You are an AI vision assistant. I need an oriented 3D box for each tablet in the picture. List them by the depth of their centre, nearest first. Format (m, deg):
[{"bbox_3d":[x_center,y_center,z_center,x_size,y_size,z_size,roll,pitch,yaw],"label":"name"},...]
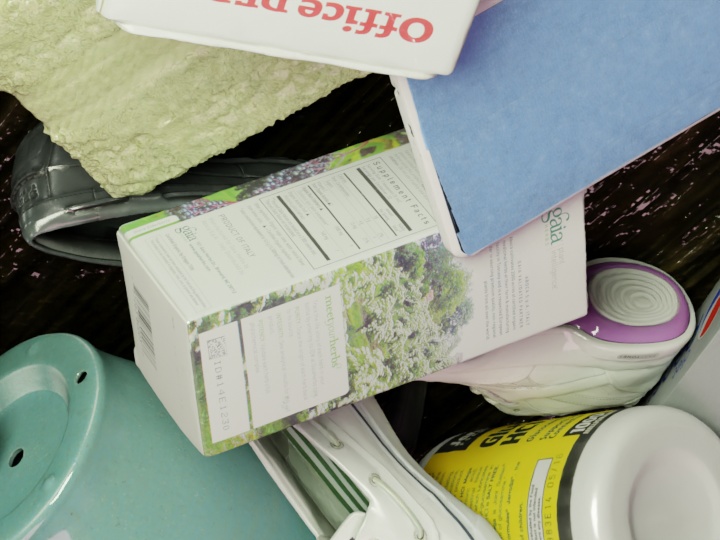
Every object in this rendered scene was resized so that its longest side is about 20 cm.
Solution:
[{"bbox_3d":[0.109,-0.095,1.110,0.199,0.014,0.130,-30,137,-10],"label":"tablet"}]

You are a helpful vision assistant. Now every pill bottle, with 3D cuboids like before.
[{"bbox_3d":[0.091,0.133,1.343,0.112,0.113,0.199,26,156,-34],"label":"pill bottle"}]

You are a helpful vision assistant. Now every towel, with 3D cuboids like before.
[{"bbox_3d":[-0.064,-0.116,1.109,0.199,0.037,0.148,-30,132,18],"label":"towel"}]

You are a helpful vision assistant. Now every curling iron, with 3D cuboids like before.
[{"bbox_3d":[0.010,0.094,1.421,0.049,0.026,0.200,4,143,-16],"label":"curling iron"}]

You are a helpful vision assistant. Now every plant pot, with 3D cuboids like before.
[{"bbox_3d":[-0.118,0.135,1.334,0.199,0.201,0.188,-27,131,29],"label":"plant pot"}]

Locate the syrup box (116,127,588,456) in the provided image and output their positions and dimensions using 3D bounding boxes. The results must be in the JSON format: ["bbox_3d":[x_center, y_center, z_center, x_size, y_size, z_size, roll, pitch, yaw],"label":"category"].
[{"bbox_3d":[0.000,0.000,1.179,0.199,0.081,0.079,-21,131,-19],"label":"syrup box"}]

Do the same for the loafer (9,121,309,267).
[{"bbox_3d":[-0.067,-0.017,1.227,0.199,0.071,0.068,12,141,-20],"label":"loafer"}]

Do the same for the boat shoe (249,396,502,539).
[{"bbox_3d":[0.005,0.127,1.286,0.067,0.200,0.074,-28,162,-46],"label":"boat shoe"}]

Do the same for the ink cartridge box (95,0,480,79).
[{"bbox_3d":[-0.009,-0.182,0.971,0.145,0.083,0.201,8,131,-16],"label":"ink cartridge box"}]

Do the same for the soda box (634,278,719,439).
[{"bbox_3d":[0.193,0.052,1.319,0.068,0.064,0.200,26,145,-1],"label":"soda box"}]

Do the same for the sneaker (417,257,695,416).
[{"bbox_3d":[0.063,0.042,1.315,0.199,0.075,0.100,5,142,-11],"label":"sneaker"}]
